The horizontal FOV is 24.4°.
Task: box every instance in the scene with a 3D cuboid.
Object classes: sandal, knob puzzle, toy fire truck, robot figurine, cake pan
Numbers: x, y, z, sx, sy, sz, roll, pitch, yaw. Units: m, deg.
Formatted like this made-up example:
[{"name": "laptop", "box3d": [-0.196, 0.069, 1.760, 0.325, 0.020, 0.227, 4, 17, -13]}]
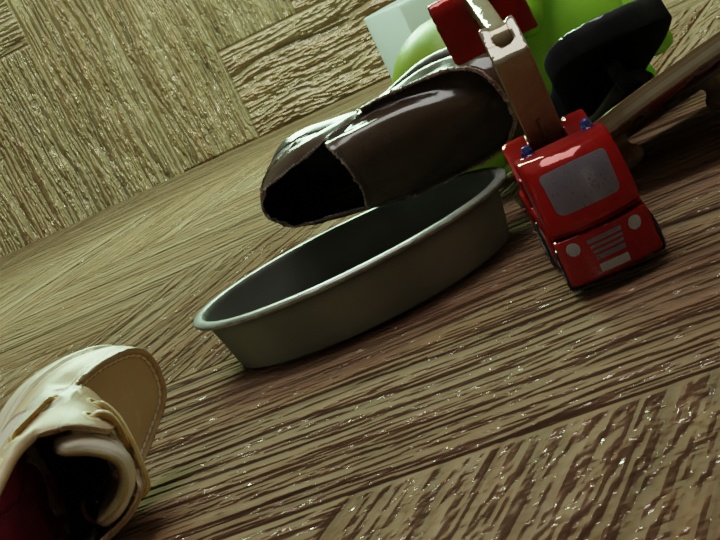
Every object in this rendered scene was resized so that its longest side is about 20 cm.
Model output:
[{"name": "sandal", "box3d": [0.147, -0.105, 0.988, 0.076, 0.043, 0.200, -27, -15, -7]}, {"name": "knob puzzle", "box3d": [0.191, -0.102, 0.950, 0.219, 0.030, 0.220, -34, -5, -3]}, {"name": "toy fire truck", "box3d": [0.086, -0.075, 0.811, 0.049, 0.141, 0.200, -25, 9, 5]}, {"name": "robot figurine", "box3d": [0.109, -0.132, 1.125, 0.200, 0.116, 0.176, -23, -27, -20]}, {"name": "cake pan", "box3d": [0.000, 0.000, 0.961, 0.200, 0.037, 0.200, -25, 9, 4]}]

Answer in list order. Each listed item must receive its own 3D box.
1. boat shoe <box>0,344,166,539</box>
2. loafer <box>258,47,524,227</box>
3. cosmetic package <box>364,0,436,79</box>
[{"name": "boat shoe", "box3d": [-0.124, 0.091, 0.702, 0.069, 0.074, 0.200, -18, 21, 30]}, {"name": "loafer", "box3d": [0.019, -0.067, 0.990, 0.200, 0.073, 0.071, -26, 18, 36]}, {"name": "cosmetic package", "box3d": [0.135, -0.362, 2.399, 0.200, 0.123, 0.199, -29, 9, -11]}]
